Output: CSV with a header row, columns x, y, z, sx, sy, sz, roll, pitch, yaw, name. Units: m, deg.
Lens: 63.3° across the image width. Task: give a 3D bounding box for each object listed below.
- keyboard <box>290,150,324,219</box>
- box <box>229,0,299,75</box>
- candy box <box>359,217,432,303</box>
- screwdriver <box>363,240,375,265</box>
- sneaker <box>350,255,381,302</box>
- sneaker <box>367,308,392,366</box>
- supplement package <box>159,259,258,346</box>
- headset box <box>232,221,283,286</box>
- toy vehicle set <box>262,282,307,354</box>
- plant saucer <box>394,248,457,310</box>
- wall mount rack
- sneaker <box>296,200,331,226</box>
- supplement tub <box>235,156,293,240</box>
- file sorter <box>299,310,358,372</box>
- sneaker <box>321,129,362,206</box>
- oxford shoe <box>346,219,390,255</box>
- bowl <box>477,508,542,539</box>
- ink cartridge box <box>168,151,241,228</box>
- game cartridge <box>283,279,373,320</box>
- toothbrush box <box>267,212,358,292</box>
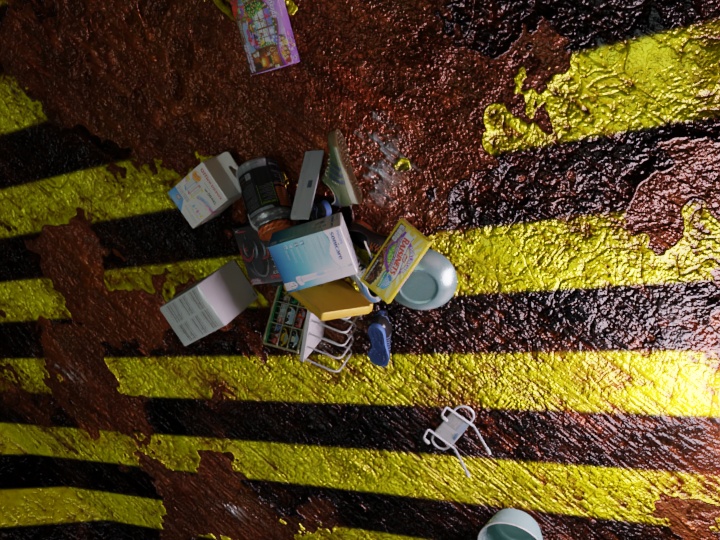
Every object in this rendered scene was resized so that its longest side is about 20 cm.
x,y,z,sx,sy,sz,roll,pitch,yaw,name
-0.139,-0.226,1.530,0.056,0.011,0.202,4,71,20,keyboard
-0.242,-0.608,1.463,0.135,0.039,0.202,-5,111,27,box
0.090,-0.024,1.505,0.102,0.026,0.201,38,109,14,candy box
0.025,-0.037,1.530,0.028,0.200,0.029,16,80,14,screwdriver
0.000,0.000,1.610,0.072,0.072,0.201,-23,107,43,sneaker
0.062,0.196,1.683,0.069,0.078,0.201,15,140,16,sneaker
-0.468,0.099,1.814,0.199,0.191,0.148,-26,101,32,supplement package
-0.269,-0.049,1.718,0.147,0.075,0.202,-6,110,28,headset box
-0.207,0.135,1.732,0.123,0.027,0.202,10,78,21,toy vehicle set
0.155,0.034,1.544,0.198,0.039,0.203,7,125,10,plant saucer
0.284,0.495,1.704,0.173,0.075,0.201,34,124,8,wall mount rack
-0.144,-0.108,1.600,0.070,0.077,0.201,50,139,28,sneaker
-0.254,-0.191,1.577,0.122,0.122,0.202,-27,74,33,supplement tub
-0.081,0.167,1.692,0.123,0.139,0.202,19,120,14,file sorter
-0.068,-0.258,1.525,0.089,0.067,0.202,-10,111,24,sneaker
0.044,-0.063,1.559,0.198,0.073,0.072,26,121,13,oxford shoe
0.457,0.793,1.742,0.199,0.105,0.203,10,117,21,bowl
-0.423,-0.237,1.674,0.199,0.125,0.129,-30,98,34,ink cartridge box
-0.086,0.073,1.581,0.200,0.175,0.033,36,122,45,game cartridge
-0.120,-0.045,1.520,0.198,0.086,0.148,-16,119,11,toothbrush box
